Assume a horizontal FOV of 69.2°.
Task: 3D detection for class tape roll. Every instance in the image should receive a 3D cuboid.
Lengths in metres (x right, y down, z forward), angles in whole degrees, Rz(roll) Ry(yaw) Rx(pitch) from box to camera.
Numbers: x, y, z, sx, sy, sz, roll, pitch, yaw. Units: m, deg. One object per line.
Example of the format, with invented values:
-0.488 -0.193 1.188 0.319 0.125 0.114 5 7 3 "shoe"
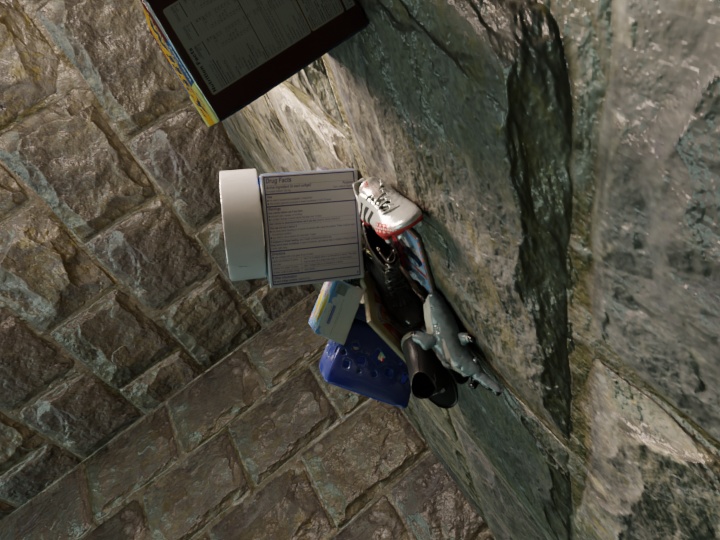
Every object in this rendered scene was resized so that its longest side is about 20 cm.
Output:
-0.220 -0.084 0.982 0.202 0.069 0.209 174 90 -78 "tape roll"

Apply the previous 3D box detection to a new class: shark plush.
0.167 0.135 0.906 0.203 0.089 0.084 59 136 28 "shark plush"

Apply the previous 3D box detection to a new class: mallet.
0.161 0.134 1.043 0.204 0.041 0.066 64 164 -18 "mallet"

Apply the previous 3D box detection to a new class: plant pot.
0.025 0.181 1.200 0.195 0.185 0.200 20 175 -8 "plant pot"

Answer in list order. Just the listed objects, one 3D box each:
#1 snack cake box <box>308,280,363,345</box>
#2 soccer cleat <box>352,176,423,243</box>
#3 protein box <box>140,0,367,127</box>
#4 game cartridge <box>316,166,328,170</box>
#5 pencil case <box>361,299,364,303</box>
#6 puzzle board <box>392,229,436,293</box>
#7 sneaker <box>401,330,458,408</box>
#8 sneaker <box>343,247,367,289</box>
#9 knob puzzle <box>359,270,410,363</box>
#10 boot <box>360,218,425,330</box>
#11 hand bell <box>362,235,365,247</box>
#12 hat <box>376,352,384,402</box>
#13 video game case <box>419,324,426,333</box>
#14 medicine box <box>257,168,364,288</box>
-0.055 0.079 1.117 0.066 0.118 0.200 21 177 -9 "snack cake box"
0.034 -0.101 0.807 0.087 0.067 0.200 63 171 -19 "soccer cleat"
-0.129 -0.284 0.615 0.137 0.198 0.198 59 171 -21 "protein box"
-0.076 -0.109 1.141 0.129 0.037 0.205 41 125 49 "game cartridge"
0.000 0.083 1.593 0.203 0.076 0.090 60 -170 -16 "pencil case"
0.064 -0.057 0.957 0.200 0.017 0.152 48 168 43 "puzzle board"
0.132 0.220 0.978 0.202 0.073 0.108 55 -161 -30 "sneaker"
0.000 0.000 1.163 0.200 0.083 0.080 49 -136 -62 "sneaker"
0.049 0.084 1.066 0.221 0.030 0.222 50 -157 -29 "knob puzzle"
0.056 0.010 0.952 0.202 0.068 0.175 56 174 14 "boot"
-0.049 -0.126 1.188 0.104 0.102 0.205 87 161 -73 "hand bell"
0.057 0.220 1.432 0.202 0.174 0.166 54 171 14 "hat"
0.111 0.089 1.189 0.184 0.023 0.201 53 170 24 "video game case"
-0.094 -0.082 0.982 0.103 0.176 0.207 -159 64 -74 "medicine box"
